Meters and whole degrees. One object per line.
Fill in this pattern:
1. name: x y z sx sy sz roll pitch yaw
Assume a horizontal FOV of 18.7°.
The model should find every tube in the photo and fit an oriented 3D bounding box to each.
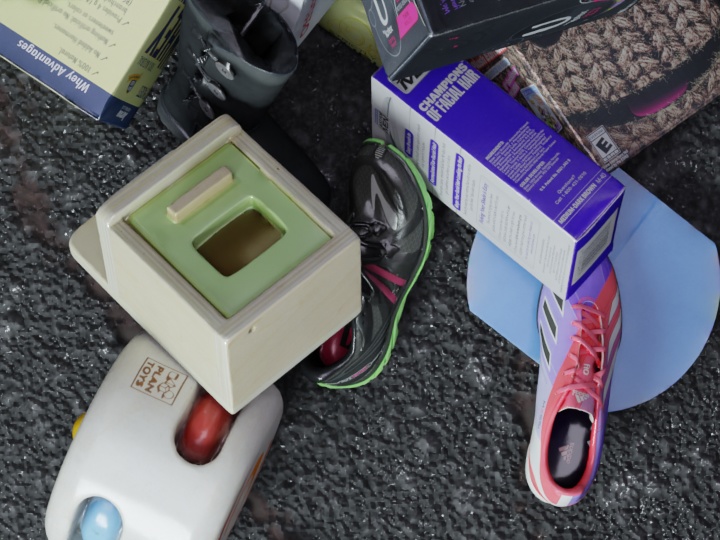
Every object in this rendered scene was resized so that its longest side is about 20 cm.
1. tube: 0.001 -0.196 1.690 0.199 0.058 0.052 37 106 3

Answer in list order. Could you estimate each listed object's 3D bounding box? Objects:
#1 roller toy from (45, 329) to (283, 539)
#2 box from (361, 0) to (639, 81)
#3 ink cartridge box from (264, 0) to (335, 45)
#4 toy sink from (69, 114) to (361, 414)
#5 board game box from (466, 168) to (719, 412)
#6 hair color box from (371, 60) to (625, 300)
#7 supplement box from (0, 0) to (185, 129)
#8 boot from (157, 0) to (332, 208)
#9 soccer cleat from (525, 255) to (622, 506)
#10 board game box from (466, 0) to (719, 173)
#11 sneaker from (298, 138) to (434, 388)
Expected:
1. roller toy: -0.151 0.142 1.644 0.139 0.182 0.201 25 92 2
2. box: 0.105 -0.219 1.521 0.198 0.122 0.107 -18 84 -15
3. ink cartridge box: -0.024 -0.277 1.606 0.082 0.146 0.200 34 62 6
4. toy sink: -0.112 -0.022 1.588 0.130 0.112 0.200 -37 64 -21
5. board game box: 0.181 0.006 1.703 0.199 0.039 0.159 37 88 -5
6. hair color box: 0.099 -0.079 1.619 0.200 0.110 0.065 39 72 16
7. supplement box: -0.217 -0.246 1.661 0.199 0.134 0.201 33 92 2
8. boot: -0.072 -0.123 1.623 0.164 0.200 0.066 37 64 1
9. soccer cleat: 0.164 0.077 1.643 0.067 0.073 0.202 8 87 -4
10. board game box: 0.170 -0.183 1.644 0.159 0.097 0.201 -35 89 -16
11. sneaker: 0.000 0.000 1.660 0.076 0.084 0.202 20 108 30
